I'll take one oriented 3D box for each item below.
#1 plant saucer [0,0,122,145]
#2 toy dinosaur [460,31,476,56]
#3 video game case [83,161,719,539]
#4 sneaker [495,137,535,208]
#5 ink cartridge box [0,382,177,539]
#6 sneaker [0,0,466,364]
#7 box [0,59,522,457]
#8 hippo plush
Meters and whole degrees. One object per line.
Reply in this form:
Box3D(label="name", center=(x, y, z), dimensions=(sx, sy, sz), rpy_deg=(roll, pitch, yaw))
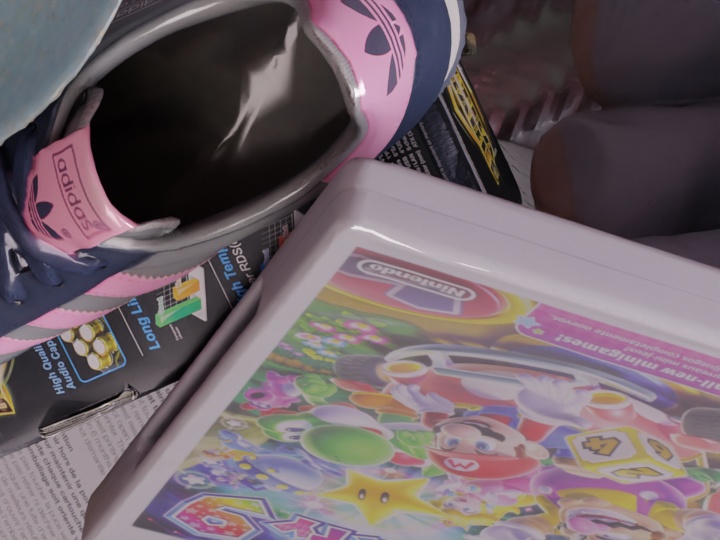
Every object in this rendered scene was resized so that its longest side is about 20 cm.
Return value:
Box3D(label="plant saucer", center=(-0.127, -0.115, 0.597), dimensions=(0.200, 0.039, 0.202), rpy_deg=(7, 112, 18))
Box3D(label="toy dinosaur", center=(-0.064, -0.063, 0.746), dimensions=(0.199, 0.088, 0.048), rpy_deg=(-10, 134, 12))
Box3D(label="video game case", center=(0.029, 0.045, 0.644), dimensions=(0.143, 0.018, 0.200), rpy_deg=(17, 151, -14))
Box3D(label="sneaker", center=(0.000, 0.000, 0.826), dimensions=(0.200, 0.075, 0.088), rpy_deg=(22, 149, -13))
Box3D(label="ink cartridge box", center=(-0.047, 0.123, 0.810), dimensions=(0.200, 0.043, 0.197), rpy_deg=(-29, 87, 26))
Box3D(label="sneaker", center=(-0.073, -0.019, 0.622), dimensions=(0.200, 0.082, 0.070), rpy_deg=(-30, 97, 15))
Box3D(label="box", center=(-0.072, -0.069, 0.678), dimensions=(0.159, 0.046, 0.200), rpy_deg=(-24, 98, 14))
Box3D(label="hippo plush", center=(0.152, -0.028, 0.727), dimensions=(0.161, 0.159, 0.200), rpy_deg=(23, 92, -40))
